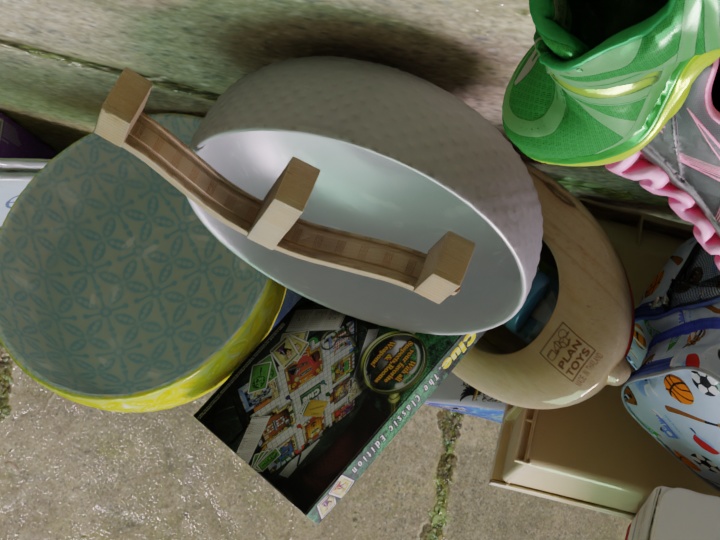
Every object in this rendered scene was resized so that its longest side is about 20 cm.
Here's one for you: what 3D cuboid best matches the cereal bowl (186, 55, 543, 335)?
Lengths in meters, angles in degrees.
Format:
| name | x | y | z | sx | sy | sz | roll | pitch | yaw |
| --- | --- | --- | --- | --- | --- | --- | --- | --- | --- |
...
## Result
| name | x | y | z | sx | sy | sz | roll | pitch | yaw |
| --- | --- | --- | --- | --- | --- | --- | --- | --- | --- |
| cereal bowl | 0.008 | -0.050 | 0.802 | 0.199 | 0.084 | 0.200 | 18 | 155 | 8 |

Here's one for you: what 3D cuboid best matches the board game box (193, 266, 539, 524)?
| name | x | y | z | sx | sy | sz | roll | pitch | yaw |
| --- | --- | --- | --- | --- | --- | --- | --- | --- | --- |
| board game box | 0.003 | 0.043 | 0.883 | 0.105 | 0.200 | 0.023 | 35 | 167 | 35 |

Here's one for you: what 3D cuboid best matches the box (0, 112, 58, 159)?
| name | x | y | z | sx | sy | sz | roll | pitch | yaw |
| --- | --- | --- | --- | --- | --- | --- | --- | --- | --- |
| box | -0.307 | -0.087 | 1.112 | 0.136 | 0.039 | 0.200 | 7 | 172 | 9 |

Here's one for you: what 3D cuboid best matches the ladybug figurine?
| name | x | y | z | sx | sy | sz | roll | pitch | yaw |
| --- | --- | --- | --- | --- | --- | --- | --- | --- | --- |
| ladybug figurine | 0.099 | 0.006 | 0.932 | 0.072 | 0.136 | 0.200 | 7 | -146 | -52 |

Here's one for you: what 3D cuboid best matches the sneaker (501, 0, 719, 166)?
| name | x | y | z | sx | sy | sz | roll | pitch | yaw |
| --- | --- | --- | --- | --- | --- | --- | --- | --- | --- |
| sneaker | 0.093 | -0.095 | 0.543 | 0.083 | 0.075 | 0.200 | 8 | 163 | -17 |

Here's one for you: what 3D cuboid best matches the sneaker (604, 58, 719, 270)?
| name | x | y | z | sx | sy | sz | roll | pitch | yaw |
| --- | --- | --- | --- | --- | --- | --- | --- | --- | --- |
| sneaker | 0.183 | -0.052 | 0.660 | 0.199 | 0.079 | 0.095 | 31 | 146 | -27 |

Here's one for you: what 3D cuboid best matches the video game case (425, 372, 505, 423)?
| name | x | y | z | sx | sy | sz | roll | pitch | yaw |
| --- | --- | --- | --- | --- | --- | --- | --- | --- | --- |
| video game case | 0.180 | 0.116 | 1.303 | 0.180 | 0.046 | 0.200 | 1 | 170 | 34 |

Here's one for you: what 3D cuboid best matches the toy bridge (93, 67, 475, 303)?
| name | x | y | z | sx | sy | sz | roll | pitch | yaw |
| --- | --- | --- | --- | --- | --- | --- | --- | --- | --- |
| toy bridge | -0.039 | -0.033 | 0.744 | 0.199 | 0.027 | 0.067 | 26 | 156 | -9 |

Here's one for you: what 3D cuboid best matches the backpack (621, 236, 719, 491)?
| name | x | y | z | sx | sy | sz | roll | pitch | yaw |
| --- | --- | --- | --- | --- | --- | --- | --- | --- | --- |
| backpack | 0.250 | 0.058 | 0.904 | 0.200 | 0.154 | 0.190 | 48 | 168 | -7 |

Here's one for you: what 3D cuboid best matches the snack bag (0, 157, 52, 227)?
| name | x | y | z | sx | sy | sz | roll | pitch | yaw |
| --- | --- | --- | --- | --- | --- | --- | --- | --- | --- |
| snack bag | -0.239 | -0.045 | 1.136 | 0.188 | 0.022 | 0.200 | -2 | 166 | -39 |

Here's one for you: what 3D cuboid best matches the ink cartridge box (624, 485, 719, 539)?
| name | x | y | z | sx | sy | sz | roll | pitch | yaw |
| --- | --- | --- | --- | --- | --- | --- | --- | --- | --- |
| ink cartridge box | 0.242 | 0.206 | 0.955 | 0.147 | 0.086 | 0.200 | 12 | 167 | 10 |

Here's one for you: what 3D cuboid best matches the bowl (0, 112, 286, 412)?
| name | x | y | z | sx | sy | sz | roll | pitch | yaw |
| --- | --- | --- | --- | --- | --- | --- | --- | --- | --- |
| bowl | -0.127 | 0.011 | 0.962 | 0.199 | 0.201 | 0.108 | 5 | 154 | 20 |

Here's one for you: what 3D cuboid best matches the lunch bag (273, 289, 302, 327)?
| name | x | y | z | sx | sy | sz | roll | pitch | yaw |
| --- | --- | --- | --- | --- | --- | --- | --- | --- | --- |
| lunch bag | 0.000 | 0.000 | 1.071 | 0.199 | 0.137 | 0.132 | 13 | 171 | -38 |

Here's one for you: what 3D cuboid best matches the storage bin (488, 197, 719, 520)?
| name | x | y | z | sx | sy | sz | roll | pitch | yaw |
| --- | --- | --- | --- | --- | --- | --- | --- | --- | --- |
| storage bin | 0.214 | 0.073 | 1.049 | 0.199 | 0.200 | 0.094 | 14 | 165 | 1 |
